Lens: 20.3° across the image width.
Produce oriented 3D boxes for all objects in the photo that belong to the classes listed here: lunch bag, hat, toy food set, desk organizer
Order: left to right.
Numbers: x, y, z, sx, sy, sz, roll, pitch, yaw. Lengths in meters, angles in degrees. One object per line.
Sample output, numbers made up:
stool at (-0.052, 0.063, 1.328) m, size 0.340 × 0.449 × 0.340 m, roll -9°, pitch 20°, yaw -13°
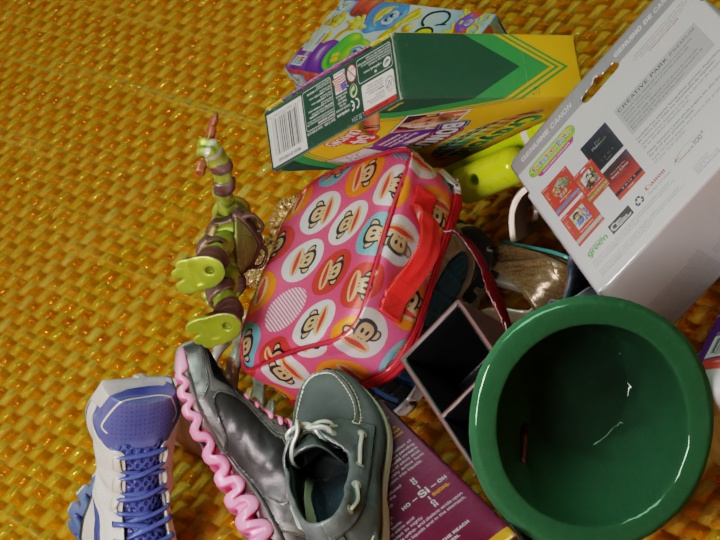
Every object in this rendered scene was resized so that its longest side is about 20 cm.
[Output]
lunch bag at (0.000, 0.000, 1.571) m, size 0.176 × 0.082 × 0.200 m, roll -20°, pitch 41°, yaw 47°
desk organizer at (0.114, 0.117, 1.451) m, size 0.072 × 0.077 × 0.200 m, roll -46°, pitch 49°, yaw 15°
hat at (0.148, 0.080, 1.419) m, size 0.166 × 0.200 × 0.176 m, roll 0°, pitch 8°, yaw -4°
toy food set at (0.224, -0.069, 1.619) m, size 0.200 × 0.060 × 0.144 m, roll -18°, pitch 1°, yaw 18°

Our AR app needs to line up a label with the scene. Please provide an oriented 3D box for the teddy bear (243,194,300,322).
teddy bear at (-0.053, -0.004, 1.774) m, size 0.145 × 0.067 × 0.200 m, roll -30°, pitch 36°, yaw 8°

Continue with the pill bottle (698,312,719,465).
pill bottle at (0.308, 0.045, 1.415) m, size 0.112 × 0.112 × 0.200 m, roll 5°, pitch 50°, yaw 40°

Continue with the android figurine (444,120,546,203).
android figurine at (0.155, -0.100, 1.663) m, size 0.200 × 0.041 × 0.182 m, roll -21°, pitch 0°, yaw 40°

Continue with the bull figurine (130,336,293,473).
bull figurine at (-0.116, 0.115, 1.673) m, size 0.200 × 0.065 × 0.121 m, roll 35°, pitch 105°, yaw 44°

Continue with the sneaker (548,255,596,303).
sneaker at (0.173, 0.065, 1.514) m, size 0.075 × 0.085 × 0.200 m, roll -17°, pitch 39°, yaw 20°

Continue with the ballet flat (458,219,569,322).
ballet flat at (0.104, 0.002, 1.666) m, size 0.200 × 0.068 × 0.072 m, roll 24°, pitch 81°, yaw 44°

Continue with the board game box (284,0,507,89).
board game box at (0.046, -0.174, 1.862) m, size 0.200 × 0.105 × 0.103 m, roll 14°, pitch 57°, yaw 46°

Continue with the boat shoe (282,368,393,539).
boat shoe at (-0.020, 0.130, 1.415) m, size 0.073 × 0.062 × 0.200 m, roll -24°, pitch 38°, yaw 13°

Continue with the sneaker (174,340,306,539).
sneaker at (-0.076, 0.137, 1.566) m, size 0.095 × 0.200 × 0.079 m, roll -27°, pitch -8°, yaw -2°

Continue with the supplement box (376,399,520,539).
supplement box at (0.051, 0.195, 1.435) m, size 0.086 × 0.110 × 0.200 m, roll -38°, pitch 37°, yaw -7°

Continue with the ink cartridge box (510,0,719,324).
ink cartridge box at (0.229, -0.088, 1.479) m, size 0.200 × 0.084 × 0.176 m, roll -48°, pitch 39°, yaw 16°

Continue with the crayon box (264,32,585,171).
crayon box at (0.048, -0.130, 1.589) m, size 0.200 × 0.173 × 0.058 m, roll -24°, pitch 72°, yaw 56°

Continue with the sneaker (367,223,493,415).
sneaker at (0.028, 0.043, 1.642) m, size 0.200 × 0.075 × 0.087 m, roll -55°, pitch 33°, yaw -4°

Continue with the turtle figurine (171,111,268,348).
turtle figurine at (-0.106, -0.010, 1.594) m, size 0.064 × 0.200 × 0.161 m, roll 4°, pitch 34°, yaw 2°

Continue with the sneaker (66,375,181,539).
sneaker at (-0.172, 0.184, 1.586) m, size 0.081 × 0.199 × 0.115 m, roll -6°, pitch 43°, yaw -26°
